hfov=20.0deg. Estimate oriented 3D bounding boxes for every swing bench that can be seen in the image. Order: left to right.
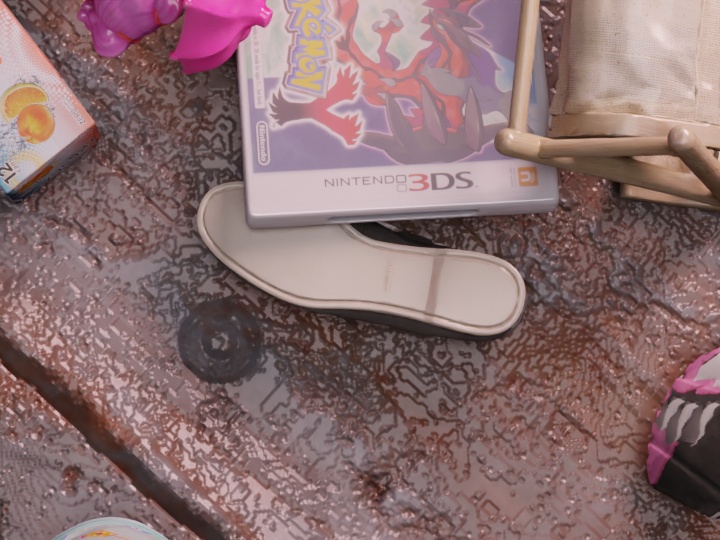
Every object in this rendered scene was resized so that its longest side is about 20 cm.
[{"bbox_3d":[0.188,-0.146,1.168,0.129,0.199,0.201,3,83,37],"label":"swing bench"}]

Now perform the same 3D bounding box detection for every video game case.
[{"bbox_3d":[0.017,-0.126,1.196,0.180,0.023,0.202,-3,72,-5],"label":"video game case"}]

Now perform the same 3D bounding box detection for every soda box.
[{"bbox_3d":[-0.236,-0.137,1.180,0.068,0.064,0.201,-38,89,-6],"label":"soda box"}]

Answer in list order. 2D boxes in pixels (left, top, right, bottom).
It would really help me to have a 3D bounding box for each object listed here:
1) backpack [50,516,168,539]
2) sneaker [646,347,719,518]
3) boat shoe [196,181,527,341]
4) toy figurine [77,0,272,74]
[{"bbox_3d":[-0.153,0.237,1.115,0.199,0.153,0.176,-37,92,4],"label":"backpack"},{"bbox_3d":[0.252,0.063,1.199,0.080,0.086,0.201,44,107,35],"label":"sneaker"},{"bbox_3d":[0.000,0.000,1.200,0.198,0.057,0.067,16,82,2],"label":"boat shoe"},{"bbox_3d":[-0.130,-0.195,1.153,0.199,0.150,0.185,-24,86,18],"label":"toy figurine"}]
